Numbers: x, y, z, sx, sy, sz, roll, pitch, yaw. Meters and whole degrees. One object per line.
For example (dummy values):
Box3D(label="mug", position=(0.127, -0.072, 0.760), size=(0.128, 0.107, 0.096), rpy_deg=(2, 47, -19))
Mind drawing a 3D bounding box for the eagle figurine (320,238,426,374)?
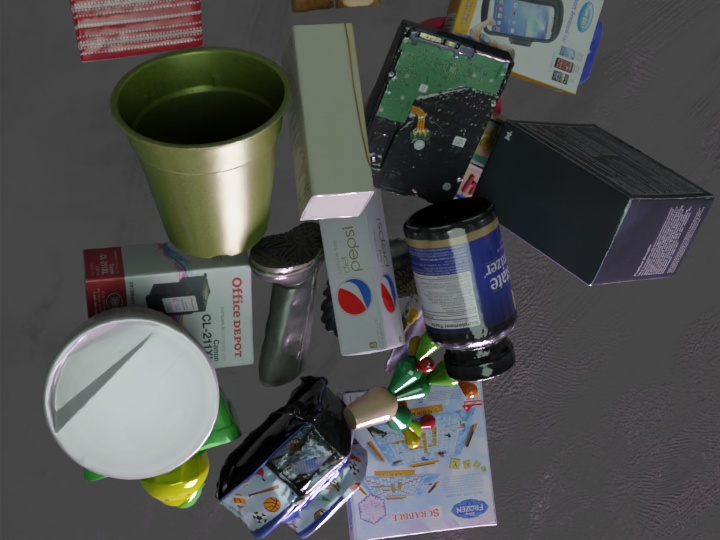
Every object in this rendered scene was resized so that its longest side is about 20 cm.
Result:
Box3D(label="eagle figurine", position=(0.065, 0.030, 1.675), size=(0.200, 0.151, 0.152), rpy_deg=(-31, 81, 37))

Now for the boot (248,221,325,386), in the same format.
Box3D(label="boot", position=(-0.100, 0.051, 1.616), size=(0.073, 0.182, 0.200), rpy_deg=(31, 115, 21))

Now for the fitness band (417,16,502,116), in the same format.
Box3D(label="fitness band", position=(0.099, -0.208, 1.591), size=(0.143, 0.037, 0.200), rpy_deg=(-4, 118, -10))

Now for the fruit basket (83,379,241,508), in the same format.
Box3D(label="fruit basket", position=(-0.250, 0.229, 1.677), size=(0.215, 0.156, 0.216), rpy_deg=(-2, 101, -9))

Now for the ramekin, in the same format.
Box3D(label="ramekin", position=(-0.268, 0.133, 1.529), size=(0.202, 0.094, 0.203), rpy_deg=(-4, 109, -11))

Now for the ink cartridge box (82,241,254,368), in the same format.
Box3D(label="ink cartridge box", position=(-0.234, 0.045, 1.608), size=(0.200, 0.083, 0.146), rpy_deg=(-6, 118, -11))

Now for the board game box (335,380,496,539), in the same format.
Box3D(label="board game box", position=(0.075, 0.254, 1.769), size=(0.200, 0.041, 0.200), rpy_deg=(-4, 84, -12))

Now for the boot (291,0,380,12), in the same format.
Box3D(label="boot", position=(0.007, -0.387, 1.450), size=(0.188, 0.069, 0.200), rpy_deg=(-12, 121, -9))

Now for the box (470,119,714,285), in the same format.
Box3D(label="box", position=(0.275, -0.084, 1.568), size=(0.198, 0.200, 0.123), rpy_deg=(-3, 123, -48))

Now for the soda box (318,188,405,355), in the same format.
Box3D(label="soda box", position=(0.000, 0.000, 1.594), size=(0.064, 0.068, 0.200), rpy_deg=(-10, 89, 22))

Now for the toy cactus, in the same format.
Box3D(label="toy cactus", position=(0.058, 0.164, 1.652), size=(0.165, 0.102, 0.200), rpy_deg=(-22, 153, -27))

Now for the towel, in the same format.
Box3D(label="towel", position=(-0.252, -0.333, 1.436), size=(0.144, 0.022, 0.200), rpy_deg=(-10, 121, -12))

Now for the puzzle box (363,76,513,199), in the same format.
Box3D(label="puzzle box", position=(0.089, -0.154, 1.583), size=(0.200, 0.025, 0.133), rpy_deg=(22, 111, -21))

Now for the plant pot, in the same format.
Box3D(label="plant pot", position=(-0.172, -0.123, 1.492), size=(0.200, 0.200, 0.190), rpy_deg=(-10, 133, -10))

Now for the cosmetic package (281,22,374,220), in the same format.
Box3D(label="cosmetic package", position=(-0.039, -0.167, 1.476), size=(0.073, 0.104, 0.200), rpy_deg=(-5, 79, -12))

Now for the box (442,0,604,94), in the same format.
Box3D(label="box", position=(0.200, -0.287, 1.547), size=(0.200, 0.041, 0.119), rpy_deg=(16, 93, -18))

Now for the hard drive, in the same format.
Box3D(label="hard drive", position=(0.077, -0.180, 1.523), size=(0.139, 0.038, 0.200), rpy_deg=(13, 120, -18))

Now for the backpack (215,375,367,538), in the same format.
Box3D(label="backpack", position=(-0.088, 0.247, 1.660), size=(0.190, 0.200, 0.154), rpy_deg=(-37, 93, 8))

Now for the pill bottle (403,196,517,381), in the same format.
Box3D(label="pill bottle", position=(0.123, 0.024, 1.546), size=(0.112, 0.112, 0.200), rpy_deg=(-16, 108, -6))
